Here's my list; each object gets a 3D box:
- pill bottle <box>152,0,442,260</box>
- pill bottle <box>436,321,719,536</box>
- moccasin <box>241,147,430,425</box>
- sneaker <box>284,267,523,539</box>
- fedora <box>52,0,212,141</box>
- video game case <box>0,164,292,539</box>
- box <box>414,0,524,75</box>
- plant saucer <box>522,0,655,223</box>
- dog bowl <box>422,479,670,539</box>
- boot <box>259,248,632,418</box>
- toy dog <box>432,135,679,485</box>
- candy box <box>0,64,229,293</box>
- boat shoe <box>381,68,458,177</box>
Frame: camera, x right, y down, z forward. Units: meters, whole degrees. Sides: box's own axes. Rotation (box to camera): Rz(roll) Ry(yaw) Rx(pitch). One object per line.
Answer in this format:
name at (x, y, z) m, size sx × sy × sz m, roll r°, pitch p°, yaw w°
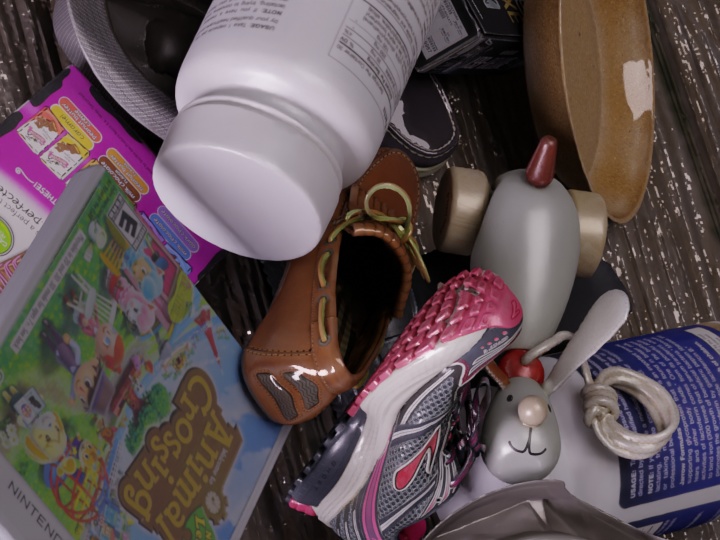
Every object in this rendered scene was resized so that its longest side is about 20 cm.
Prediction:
pill bottle at (-0.031, -0.113, 1.354) m, size 0.113 × 0.113 × 0.201 m, roll 32°, pitch 58°, yaw -14°
pill bottle at (0.142, 0.100, 1.465) m, size 0.199 × 0.116 × 0.117 m, roll -10°, pitch 75°, yaw -32°
moccasin at (-0.001, -0.001, 1.349) m, size 0.074 × 0.077 × 0.202 m, roll 59°, pitch 31°, yaw -19°
sneaker at (0.036, 0.074, 1.316) m, size 0.074 × 0.200 × 0.081 m, roll 35°, pitch 46°, yaw 1°
fedora at (-0.102, -0.136, 1.440) m, size 0.199 × 0.090 × 0.178 m, roll 18°, pitch 64°, yaw -32°
video game case at (-0.117, 0.079, 1.227) m, size 0.182 × 0.022 × 0.201 m, roll 54°, pitch 39°, yaw -27°
box at (0.036, -0.214, 1.530) m, size 0.201 × 0.050 × 0.158 m, roll 64°, pitch 21°, yaw 7°
plant saucer at (0.136, -0.128, 1.553) m, size 0.200 × 0.035 × 0.202 m, roll -4°, pitch 90°, yaw -69°
dog bowl at (0.095, 0.211, 1.338) m, size 0.199 × 0.059 × 0.202 m, roll 3°, pitch 79°, yaw -17°
boot at (0.048, -0.009, 1.487) m, size 0.199 × 0.066 × 0.166 m, roll -21°, pitch 87°, yaw -32°
toy dog at (0.096, 0.008, 1.383) m, size 0.131 × 0.097 × 0.201 m, roll -10°, pitch 55°, yaw -19°
candy box at (-0.182, 0.004, 1.355) m, size 0.137 × 0.061 × 0.200 m, roll 48°, pitch 55°, yaw -5°
boat shoe at (-0.005, -0.147, 1.515) m, size 0.072 × 0.065 × 0.201 m, roll -33°, pitch 88°, yaw -35°
